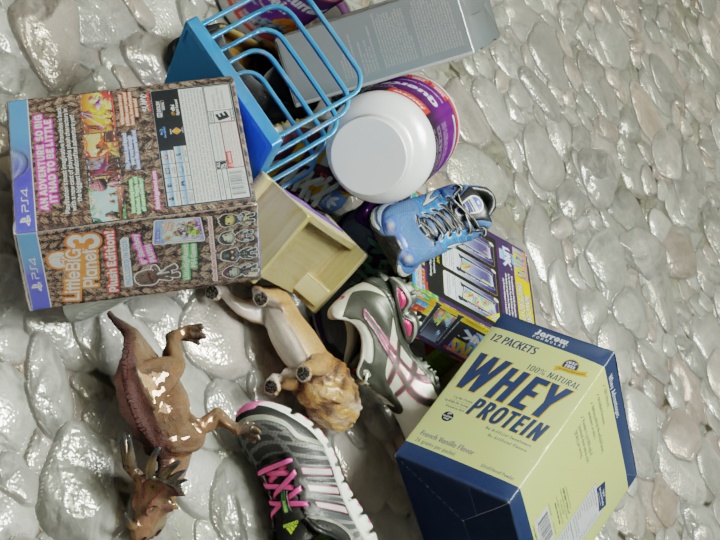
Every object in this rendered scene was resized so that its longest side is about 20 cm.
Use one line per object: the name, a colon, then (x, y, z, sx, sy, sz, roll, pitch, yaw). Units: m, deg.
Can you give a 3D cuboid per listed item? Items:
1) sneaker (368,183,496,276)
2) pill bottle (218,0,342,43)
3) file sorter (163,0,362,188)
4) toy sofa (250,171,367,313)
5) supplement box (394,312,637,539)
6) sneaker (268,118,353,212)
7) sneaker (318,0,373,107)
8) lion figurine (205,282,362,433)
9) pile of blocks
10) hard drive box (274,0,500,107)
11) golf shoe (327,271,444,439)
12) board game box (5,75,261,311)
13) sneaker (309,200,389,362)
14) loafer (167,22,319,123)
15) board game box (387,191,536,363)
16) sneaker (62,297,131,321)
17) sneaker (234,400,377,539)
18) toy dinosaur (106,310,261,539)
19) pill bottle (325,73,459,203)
sneaker: (0.079, -0.054, 1.736, 0.079, 0.089, 0.200, 62, 31, -2)
pill bottle: (-0.052, -0.331, 1.805, 0.111, 0.199, 0.112, 28, 49, -37)
file sorter: (-0.096, -0.160, 1.604, 0.122, 0.200, 0.139, -32, 82, -23)
toy sofa: (-0.076, -0.033, 1.614, 0.098, 0.083, 0.200, 44, 4, 20)
supplement box: (0.160, 0.193, 1.688, 0.200, 0.134, 0.201, -50, 142, -29)
sneaker: (-0.052, -0.104, 1.775, 0.200, 0.075, 0.090, -14, 75, -52)
sneaker: (0.020, -0.217, 1.928, 0.099, 0.075, 0.201, 5, 65, -48)
lion figurine: (-0.069, 0.068, 1.654, 0.201, 0.072, 0.122, 65, 21, 11)
pile of blocks: (0.084, 0.125, 1.794, 0.062, 0.082, 0.201, 40, 43, -28)
hard drive box: (0.031, -0.244, 1.779, 0.156, 0.199, 0.077, -42, 116, -69)
golf shoe: (0.027, 0.104, 1.699, 0.088, 0.077, 0.201, -23, 101, -25)
board game box: (-0.193, -0.067, 1.444, 0.199, 0.097, 0.160, -7, 49, -7)
sneaker: (0.000, 0.000, 1.753, 0.074, 0.088, 0.201, 21, 49, -20)
loafer: (-0.105, -0.206, 1.772, 0.199, 0.072, 0.073, 11, 59, -48)
board game box: (0.107, 0.017, 1.833, 0.165, 0.057, 0.200, 30, 29, -17)
sneaker: (-0.219, -0.027, 1.527, 0.105, 0.075, 0.200, 61, 32, -3)
sneaker: (-0.057, 0.214, 1.575, 0.201, 0.073, 0.088, 59, 30, -15)
toy dinosaur: (-0.179, 0.123, 1.474, 0.135, 0.086, 0.201, -22, 85, -52)
pill bottle: (0.031, -0.133, 1.722, 0.113, 0.112, 0.200, 59, 18, -5)
